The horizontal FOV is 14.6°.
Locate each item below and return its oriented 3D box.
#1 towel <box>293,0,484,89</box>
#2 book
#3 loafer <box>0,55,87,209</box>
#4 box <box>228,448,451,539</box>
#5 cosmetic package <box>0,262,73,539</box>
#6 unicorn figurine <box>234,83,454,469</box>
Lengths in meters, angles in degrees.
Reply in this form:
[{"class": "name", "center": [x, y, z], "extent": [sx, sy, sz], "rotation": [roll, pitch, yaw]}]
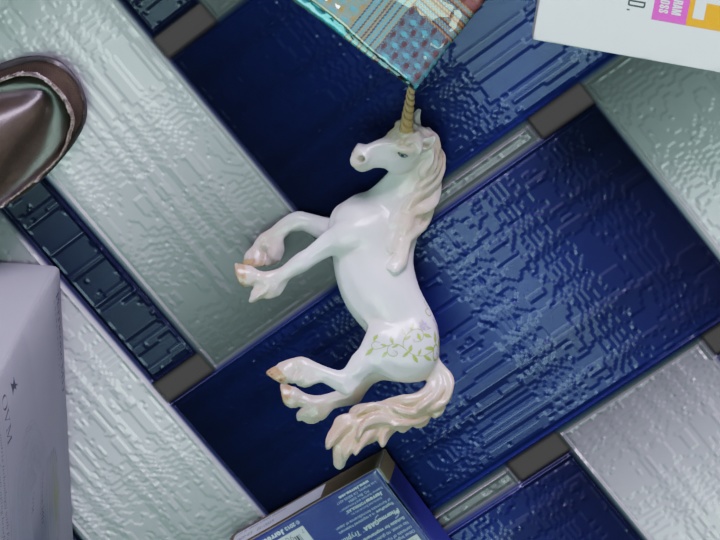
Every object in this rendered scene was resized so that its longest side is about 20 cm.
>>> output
[{"class": "towel", "center": [-0.005, -0.213, 1.511], "extent": [0.200, 0.022, 0.147], "rotation": [38, 93, -8]}, {"class": "book", "center": [0.201, -0.175, 1.504], "extent": [0.199, 0.048, 0.134], "rotation": [9, 110, 1]}, {"class": "loafer", "center": [-0.239, -0.046, 1.605], "extent": [0.200, 0.071, 0.073], "rotation": [-38, 106, 4]}, {"class": "box", "center": [0.021, 0.218, 1.722], "extent": [0.121, 0.032, 0.200], "rotation": [-30, 105, 21]}, {"class": "cosmetic package", "center": [-0.246, 0.124, 1.629], "extent": [0.122, 0.200, 0.201], "rotation": [2, 115, 5]}, {"class": "unicorn figurine", "center": [0.000, 0.000, 1.604], "extent": [0.137, 0.074, 0.201], "rotation": [-19, 103, 7]}]
